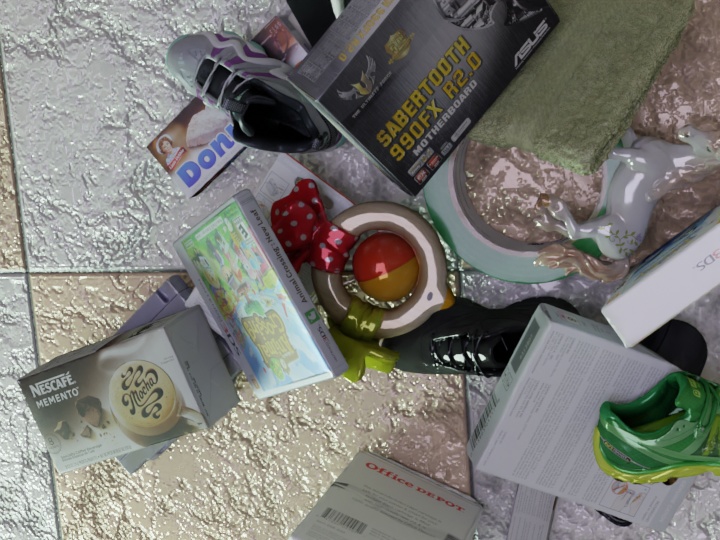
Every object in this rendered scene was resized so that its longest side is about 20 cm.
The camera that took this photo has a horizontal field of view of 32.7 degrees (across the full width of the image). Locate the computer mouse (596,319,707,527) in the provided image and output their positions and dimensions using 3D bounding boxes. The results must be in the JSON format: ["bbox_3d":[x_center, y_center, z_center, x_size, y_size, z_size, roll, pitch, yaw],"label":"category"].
[{"bbox_3d":[0.270,0.153,1.148,0.140,0.046,0.200,42,100,-11],"label":"computer mouse"}]

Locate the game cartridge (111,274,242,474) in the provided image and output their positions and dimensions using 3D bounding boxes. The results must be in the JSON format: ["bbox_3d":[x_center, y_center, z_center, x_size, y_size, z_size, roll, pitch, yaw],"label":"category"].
[{"bbox_3d":[-0.222,0.116,1.329,0.130,0.038,0.200,47,112,0],"label":"game cartridge"}]

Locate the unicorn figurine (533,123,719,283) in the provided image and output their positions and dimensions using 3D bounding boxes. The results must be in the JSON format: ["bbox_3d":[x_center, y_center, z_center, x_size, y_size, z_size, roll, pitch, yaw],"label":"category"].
[{"bbox_3d":[0.235,-0.078,1.067,0.137,0.074,0.201,23,122,7],"label":"unicorn figurine"}]

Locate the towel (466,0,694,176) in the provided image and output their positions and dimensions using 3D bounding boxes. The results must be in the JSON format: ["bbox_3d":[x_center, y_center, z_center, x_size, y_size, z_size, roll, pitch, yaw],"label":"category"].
[{"bbox_3d":[0.189,-0.178,1.060,0.148,0.037,0.201,23,73,34],"label":"towel"}]

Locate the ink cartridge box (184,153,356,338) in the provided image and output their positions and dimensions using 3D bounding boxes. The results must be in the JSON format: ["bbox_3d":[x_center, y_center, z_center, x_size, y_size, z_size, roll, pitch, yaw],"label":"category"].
[{"bbox_3d":[-0.082,-0.014,1.243,0.109,0.050,0.201,37,110,8],"label":"ink cartridge box"}]

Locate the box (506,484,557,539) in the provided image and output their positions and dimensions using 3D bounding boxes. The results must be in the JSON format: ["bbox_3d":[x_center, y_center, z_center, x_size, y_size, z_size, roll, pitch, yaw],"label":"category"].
[{"bbox_3d":[0.173,0.231,1.216,0.041,0.039,0.201,13,106,16],"label":"box"}]

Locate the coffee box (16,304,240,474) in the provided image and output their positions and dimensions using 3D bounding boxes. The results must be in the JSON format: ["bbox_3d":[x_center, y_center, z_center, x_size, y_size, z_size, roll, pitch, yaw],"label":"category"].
[{"bbox_3d":[-0.240,0.124,1.270,0.199,0.080,0.114,-19,98,25],"label":"coffee box"}]

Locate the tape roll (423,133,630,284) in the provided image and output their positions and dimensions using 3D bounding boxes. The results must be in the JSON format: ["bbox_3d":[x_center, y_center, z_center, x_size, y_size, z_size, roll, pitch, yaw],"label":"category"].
[{"bbox_3d":[0.158,-0.090,1.145,0.199,0.048,0.202,4,103,18],"label":"tape roll"}]

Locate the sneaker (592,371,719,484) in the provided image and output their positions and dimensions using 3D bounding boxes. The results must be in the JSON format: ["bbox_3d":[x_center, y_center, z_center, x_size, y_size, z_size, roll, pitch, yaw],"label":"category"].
[{"bbox_3d":[0.298,0.128,1.054,0.199,0.074,0.084,-13,117,2],"label":"sneaker"}]

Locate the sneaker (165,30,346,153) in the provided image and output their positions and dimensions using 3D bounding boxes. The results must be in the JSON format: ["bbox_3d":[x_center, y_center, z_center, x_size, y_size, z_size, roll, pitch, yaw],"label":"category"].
[{"bbox_3d":[-0.112,-0.165,1.143,0.199,0.140,0.078,23,109,10],"label":"sneaker"}]

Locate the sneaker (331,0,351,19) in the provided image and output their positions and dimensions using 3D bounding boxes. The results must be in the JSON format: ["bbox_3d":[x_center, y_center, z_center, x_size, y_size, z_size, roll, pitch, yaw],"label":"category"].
[{"bbox_3d":[0.021,-0.184,1.058,0.075,0.089,0.200,-16,133,24],"label":"sneaker"}]

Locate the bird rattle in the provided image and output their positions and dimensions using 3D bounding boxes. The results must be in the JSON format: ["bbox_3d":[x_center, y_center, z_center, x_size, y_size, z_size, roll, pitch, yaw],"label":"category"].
[{"bbox_3d":[0.000,0.000,1.165,0.162,0.113,0.201,-22,86,7],"label":"bird rattle"}]

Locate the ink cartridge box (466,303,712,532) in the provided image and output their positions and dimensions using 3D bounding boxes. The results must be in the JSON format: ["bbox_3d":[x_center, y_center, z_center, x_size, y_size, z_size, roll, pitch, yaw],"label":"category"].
[{"bbox_3d":[0.219,0.136,1.117,0.199,0.057,0.163,19,111,-16],"label":"ink cartridge box"}]

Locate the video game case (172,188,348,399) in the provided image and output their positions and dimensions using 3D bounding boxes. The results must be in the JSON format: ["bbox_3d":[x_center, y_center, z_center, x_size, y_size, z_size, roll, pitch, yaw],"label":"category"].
[{"bbox_3d":[-0.100,0.030,1.153,0.183,0.022,0.200,61,153,-2],"label":"video game case"}]

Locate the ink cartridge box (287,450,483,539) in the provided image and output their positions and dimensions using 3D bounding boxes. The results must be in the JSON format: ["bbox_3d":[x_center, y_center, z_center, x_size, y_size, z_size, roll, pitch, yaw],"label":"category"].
[{"bbox_3d":[0.020,0.271,1.190,0.145,0.200,0.085,23,114,13],"label":"ink cartridge box"}]

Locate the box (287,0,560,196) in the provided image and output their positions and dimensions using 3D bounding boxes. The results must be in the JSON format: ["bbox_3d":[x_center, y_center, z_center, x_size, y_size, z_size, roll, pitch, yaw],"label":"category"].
[{"bbox_3d":[0.056,-0.182,1.005,0.200,0.158,0.048,-50,48,0],"label":"box"}]

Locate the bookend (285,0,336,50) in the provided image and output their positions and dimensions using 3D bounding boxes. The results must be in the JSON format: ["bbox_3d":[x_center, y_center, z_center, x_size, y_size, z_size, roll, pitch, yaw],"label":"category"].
[{"bbox_3d":[0.007,-0.293,1.076,0.199,0.093,0.199,-14,134,21],"label":"bookend"}]

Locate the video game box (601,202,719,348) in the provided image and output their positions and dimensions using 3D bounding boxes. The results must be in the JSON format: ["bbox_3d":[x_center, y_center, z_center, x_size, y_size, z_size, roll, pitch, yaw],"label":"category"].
[{"bbox_3d":[0.304,-0.025,1.038,0.200,0.182,0.047,-39,88,21],"label":"video game box"}]

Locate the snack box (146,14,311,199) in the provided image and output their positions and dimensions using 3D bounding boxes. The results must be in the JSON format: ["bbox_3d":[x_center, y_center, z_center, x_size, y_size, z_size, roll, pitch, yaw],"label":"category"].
[{"bbox_3d":[-0.126,-0.163,1.238,0.200,0.024,0.072,-41,89,22],"label":"snack box"}]

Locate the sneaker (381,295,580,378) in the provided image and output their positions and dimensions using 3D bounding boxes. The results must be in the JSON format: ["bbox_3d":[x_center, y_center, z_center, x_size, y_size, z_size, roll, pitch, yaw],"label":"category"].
[{"bbox_3d":[0.110,0.068,1.174,0.199,0.091,0.076,-9,104,22],"label":"sneaker"}]
